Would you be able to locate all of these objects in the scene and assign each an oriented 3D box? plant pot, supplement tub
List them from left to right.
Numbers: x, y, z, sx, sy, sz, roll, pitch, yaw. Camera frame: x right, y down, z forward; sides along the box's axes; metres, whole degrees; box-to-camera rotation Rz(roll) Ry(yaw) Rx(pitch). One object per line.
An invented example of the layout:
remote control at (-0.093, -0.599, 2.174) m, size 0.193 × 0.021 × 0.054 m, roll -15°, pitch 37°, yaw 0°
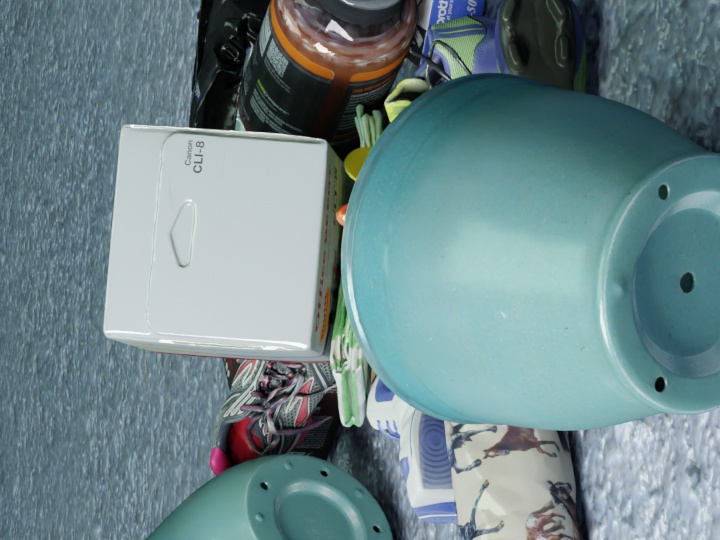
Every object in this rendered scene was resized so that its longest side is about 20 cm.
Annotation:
plant pot at (-0.065, 0.233, 1.671) m, size 0.161 × 0.200 × 0.201 m, roll -54°, pitch 36°, yaw 38°
supplement tub at (-0.020, -0.162, 1.587) m, size 0.200 × 0.106 × 0.107 m, roll 119°, pitch 149°, yaw -60°
plant pot at (0.123, -0.003, 1.191) m, size 0.188 × 0.199 × 0.201 m, roll 10°, pitch 96°, yaw 55°

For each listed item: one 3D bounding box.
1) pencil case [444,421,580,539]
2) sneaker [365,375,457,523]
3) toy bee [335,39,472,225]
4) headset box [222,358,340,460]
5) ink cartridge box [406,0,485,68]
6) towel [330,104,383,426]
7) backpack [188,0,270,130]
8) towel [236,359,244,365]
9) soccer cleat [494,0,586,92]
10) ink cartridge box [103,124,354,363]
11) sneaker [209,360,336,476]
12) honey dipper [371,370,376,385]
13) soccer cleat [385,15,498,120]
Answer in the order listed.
pencil case at (0.088, 0.114, 1.401) m, size 0.089 × 0.078 × 0.201 m, roll -18°, pitch 64°, yaw 25°
sneaker at (0.055, 0.099, 1.527) m, size 0.115 × 0.080 × 0.200 m, roll 110°, pitch 161°, yaw -48°
toy bee at (0.030, -0.053, 1.441) m, size 0.131 × 0.109 × 0.200 m, roll 32°, pitch 159°, yaw 49°
headset box at (-0.051, 0.037, 1.819) m, size 0.149 × 0.075 × 0.201 m, roll -106°, pitch 27°, yaw -44°
ink cartridge box at (0.038, -0.219, 1.655) m, size 0.200 × 0.044 × 0.095 m, roll -132°, pitch 50°, yaw -63°
towel at (0.000, 0.000, 1.596) m, size 0.153 × 0.023 × 0.201 m, roll 82°, pitch -168°, yaw -71°
backpack at (-0.083, -0.130, 1.865) m, size 0.167 × 0.126 × 0.201 m, roll -108°, pitch 25°, yaw -72°
towel at (-0.071, -0.041, 1.750) m, size 0.147 × 0.022 × 0.200 m, roll -105°, pitch 32°, yaw -44°
soccer cleat at (0.119, -0.083, 1.409) m, size 0.084 × 0.064 × 0.201 m, roll 11°, pitch -103°, yaw -80°
ink cartridge box at (-0.087, -0.014, 1.543) m, size 0.200 × 0.144 × 0.146 m, roll 36°, pitch -122°, yaw -83°
sneaker at (-0.058, 0.089, 1.703) m, size 0.075 × 0.080 × 0.201 m, roll -45°, pitch -18°, yaw -49°
honey dipper at (0.023, 0.047, 1.672) m, size 0.200 × 0.038 × 0.038 m, roll 122°, pitch 146°, yaw -57°
soccer cleat at (0.048, -0.101, 1.528) m, size 0.200 × 0.083 × 0.065 m, roll 116°, pitch 150°, yaw -48°
